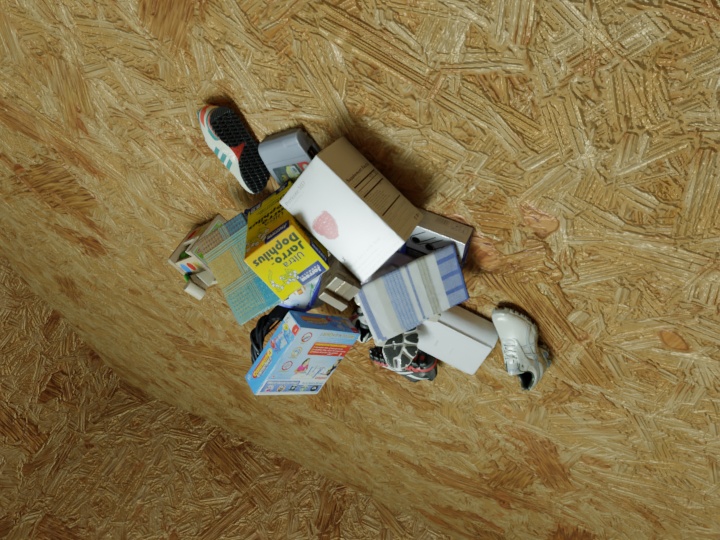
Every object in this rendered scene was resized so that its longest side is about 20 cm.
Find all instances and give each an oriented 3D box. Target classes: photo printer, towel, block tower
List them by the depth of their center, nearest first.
[{"bbox_3d":[-0.032,-0.024,1.092,0.054,0.201,0.058,30,128,-24],"label":"block tower"},{"bbox_3d":[0.094,0.042,1.099,0.024,0.198,0.148,-117,1,-51],"label":"towel"},{"bbox_3d":[-0.245,-0.002,1.260,0.146,0.022,0.201,-27,92,28],"label":"towel"},{"bbox_3d":[0.187,0.135,1.324,0.199,0.070,0.167,27,150,7],"label":"photo printer"}]

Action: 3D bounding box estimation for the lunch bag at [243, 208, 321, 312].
[{"bbox_3d":[-0.165,-0.025,1.301,0.199,0.124,0.171,27,115,12],"label":"lunch bag"}]

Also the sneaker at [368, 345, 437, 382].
[{"bbox_3d":[0.111,0.237,1.541,0.199,0.071,0.098,5,139,35],"label":"sneaker"}]

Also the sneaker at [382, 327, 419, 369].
[{"bbox_3d":[0.077,0.110,1.297,0.080,0.202,0.084,-3,163,-4],"label":"sneaker"}]

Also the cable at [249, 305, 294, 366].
[{"bbox_3d":[-0.188,0.168,1.436,0.050,0.200,0.164,6,130,33],"label":"cable"}]

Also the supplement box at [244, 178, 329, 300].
[{"bbox_3d":[-0.135,-0.061,1.108,0.108,0.201,0.110,-34,119,13],"label":"supplement box"}]

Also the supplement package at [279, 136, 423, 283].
[{"bbox_3d":[-0.014,-0.105,1.037,0.200,0.120,0.121,43,124,-3],"label":"supplement package"}]

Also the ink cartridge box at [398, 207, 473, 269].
[{"bbox_3d":[0.104,-0.069,1.123,0.198,0.044,0.094,23,147,15],"label":"ink cartridge box"}]

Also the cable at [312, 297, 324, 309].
[{"bbox_3d":[-0.164,0.016,1.467,0.198,0.070,0.201,14,145,25],"label":"cable"}]

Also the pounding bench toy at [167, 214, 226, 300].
[{"bbox_3d":[-0.396,-0.012,1.502,0.155,0.201,0.124,-12,130,49],"label":"pounding bench toy"}]

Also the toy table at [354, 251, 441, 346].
[{"bbox_3d":[0.057,0.041,1.176,0.198,0.118,0.185,3,125,-21],"label":"toy table"}]

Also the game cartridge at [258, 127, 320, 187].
[{"bbox_3d":[-0.103,-0.177,1.161,0.132,0.041,0.200,1,139,47],"label":"game cartridge"}]

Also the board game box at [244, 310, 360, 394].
[{"bbox_3d":[-0.127,0.190,1.363,0.199,0.197,0.056,13,-152,-50],"label":"board game box"}]

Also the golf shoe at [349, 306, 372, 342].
[{"bbox_3d":[0.003,0.136,1.467,0.072,0.093,0.201,19,151,4],"label":"golf shoe"}]

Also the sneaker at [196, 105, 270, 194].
[{"bbox_3d":[-0.249,-0.240,1.184,0.093,0.070,0.200,28,157,42],"label":"sneaker"}]

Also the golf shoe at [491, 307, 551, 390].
[{"bbox_3d":[0.318,0.160,1.218,0.078,0.098,0.200,-7,132,49],"label":"golf shoe"}]
